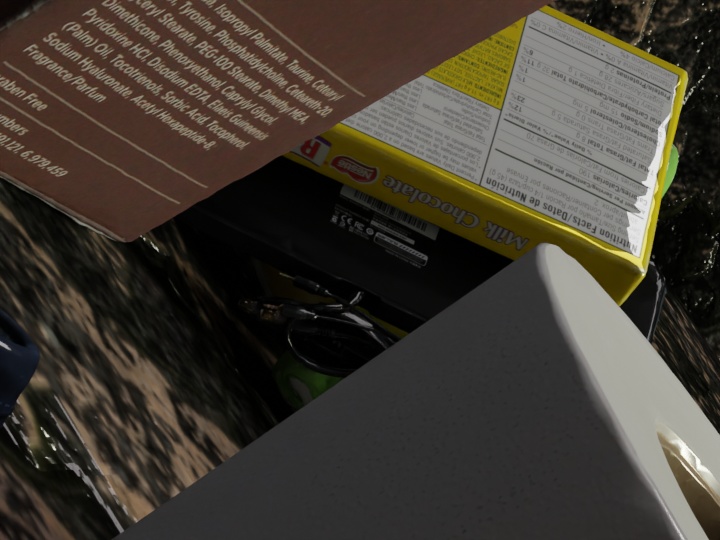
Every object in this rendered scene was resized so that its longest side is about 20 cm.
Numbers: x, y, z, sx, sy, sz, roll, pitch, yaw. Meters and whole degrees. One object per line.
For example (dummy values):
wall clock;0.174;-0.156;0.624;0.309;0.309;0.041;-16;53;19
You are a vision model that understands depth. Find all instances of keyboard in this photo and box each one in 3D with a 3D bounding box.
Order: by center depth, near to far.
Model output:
keyboard;0.000;0.000;0.940;0.199;0.040;0.104;26;45;-4

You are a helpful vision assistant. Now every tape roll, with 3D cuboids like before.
tape roll;0.039;0.114;0.613;0.203;0.139;0.203;54;10;-13

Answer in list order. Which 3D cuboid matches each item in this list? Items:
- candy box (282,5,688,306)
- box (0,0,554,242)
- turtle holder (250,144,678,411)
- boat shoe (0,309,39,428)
candy box;0.011;-0.068;0.958;0.199;0.026;0.102;24;49;-6
box;-0.048;-0.138;0.815;0.166;0.199;0.164;66;13;21
turtle holder;0.017;-0.009;1.030;0.132;0.186;0.141;37;-19;-21
boat shoe;-0.124;-0.042;0.528;0.200;0.069;0.084;54;10;7
